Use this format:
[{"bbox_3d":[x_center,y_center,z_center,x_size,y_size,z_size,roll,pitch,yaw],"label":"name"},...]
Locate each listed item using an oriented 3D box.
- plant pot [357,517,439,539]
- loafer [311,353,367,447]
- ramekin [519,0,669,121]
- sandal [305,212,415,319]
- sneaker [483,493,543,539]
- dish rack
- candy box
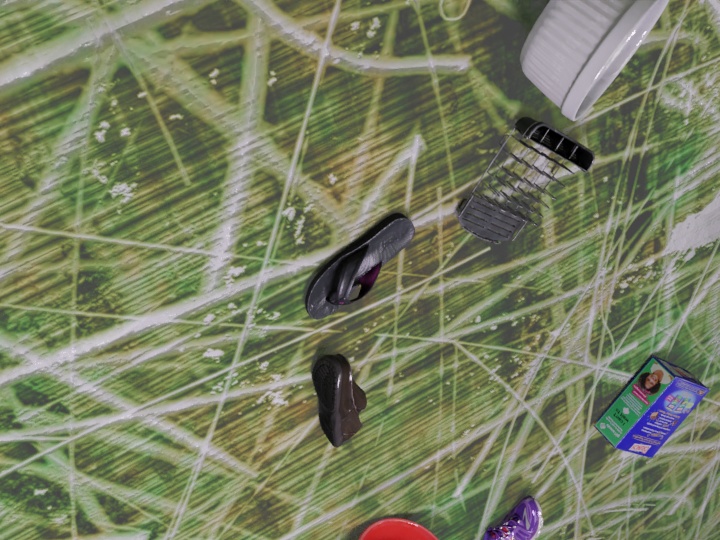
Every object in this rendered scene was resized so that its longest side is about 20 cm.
[{"bbox_3d":[0.058,0.608,1.679,0.199,0.201,0.178,-3,135,-31],"label":"plant pot"},{"bbox_3d":[-0.029,0.195,1.380,0.071,0.073,0.201,-24,142,-22],"label":"loafer"},{"bbox_3d":[0.292,-0.302,1.114,0.200,0.105,0.200,-49,170,-12],"label":"ramekin"},{"bbox_3d":[0.000,-0.001,1.252,0.200,0.048,0.075,-44,135,3],"label":"sandal"},{"bbox_3d":[0.319,0.566,1.885,0.083,0.081,0.201,17,114,-34],"label":"sneaker"},{"bbox_3d":[0.240,-0.124,1.307,0.153,0.055,0.200,18,113,-40],"label":"dish rack"},{"bbox_3d":[0.620,0.293,1.863,0.169,0.077,0.200,21,110,-43],"label":"candy box"}]
